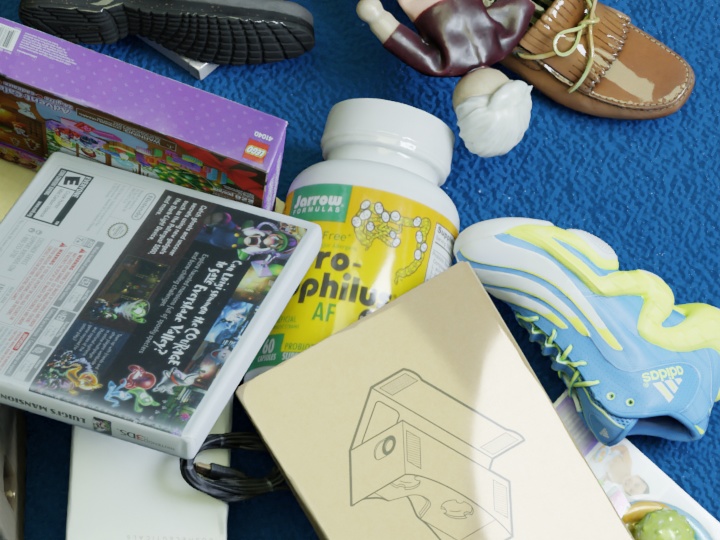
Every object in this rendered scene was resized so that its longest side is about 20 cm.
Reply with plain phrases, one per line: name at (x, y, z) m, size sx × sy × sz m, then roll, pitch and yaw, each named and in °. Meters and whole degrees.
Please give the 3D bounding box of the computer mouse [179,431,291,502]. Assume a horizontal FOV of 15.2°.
computer mouse at (-0.023, 0.143, 1.647) m, size 0.200 × 0.034 × 0.059 m, roll 25°, pitch 88°, yaw -23°

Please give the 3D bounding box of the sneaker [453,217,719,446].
sneaker at (0.144, 0.044, 1.670) m, size 0.200 × 0.076 × 0.105 m, roll 22°, pitch 60°, yaw -9°

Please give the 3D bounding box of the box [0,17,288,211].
box at (-0.146, -0.083, 1.667) m, size 0.200 × 0.137 × 0.039 m, roll 20°, pitch 70°, yaw 3°

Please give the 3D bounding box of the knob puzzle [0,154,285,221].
knob puzzle at (-0.167, -0.006, 1.732) m, size 0.219 × 0.030 × 0.220 m, roll 1°, pitch 75°, yaw -3°

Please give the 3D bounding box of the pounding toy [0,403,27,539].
pounding toy at (-0.302, 0.130, 1.598) m, size 0.184 × 0.200 × 0.143 m, roll -1°, pitch 72°, yaw 0°

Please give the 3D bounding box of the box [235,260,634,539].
box at (0.044, 0.118, 1.594) m, size 0.163 × 0.021 × 0.200 m, roll -29°, pitch 83°, yaw -15°

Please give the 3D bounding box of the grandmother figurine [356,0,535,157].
grandmother figurine at (0.057, -0.166, 1.714) m, size 0.121 × 0.061 × 0.200 m, roll -19°, pitch 77°, yaw -10°

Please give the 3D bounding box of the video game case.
video game case at (-0.142, 0.017, 1.588) m, size 0.181 × 0.023 × 0.200 m, roll 16°, pitch 43°, yaw 14°

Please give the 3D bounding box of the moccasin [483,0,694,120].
moccasin at (0.127, -0.163, 1.763) m, size 0.201 × 0.078 × 0.074 m, roll 35°, pitch 72°, yaw 10°

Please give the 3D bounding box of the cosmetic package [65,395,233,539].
cosmetic package at (-0.128, 0.090, 1.660) m, size 0.101 × 0.074 × 0.201 m, roll 1°, pitch 81°, yaw -5°

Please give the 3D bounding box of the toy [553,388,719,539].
toy at (0.166, 0.175, 1.666) m, size 0.200 × 0.047 × 0.115 m, roll 41°, pitch 78°, yaw 13°

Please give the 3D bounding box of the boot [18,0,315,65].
boot at (-0.121, -0.212, 1.764) m, size 0.199 × 0.070 × 0.132 m, roll 9°, pitch 67°, yaw -2°

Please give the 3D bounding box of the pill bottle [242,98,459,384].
pill bottle at (0.000, 0.000, 1.690) m, size 0.113 × 0.113 × 0.200 m, roll 12°, pitch 72°, yaw 4°

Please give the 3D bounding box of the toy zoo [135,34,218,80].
toy zoo at (-0.124, -0.216, 1.810) m, size 0.200 × 0.020 × 0.131 m, roll 34°, pitch 74°, yaw 10°
